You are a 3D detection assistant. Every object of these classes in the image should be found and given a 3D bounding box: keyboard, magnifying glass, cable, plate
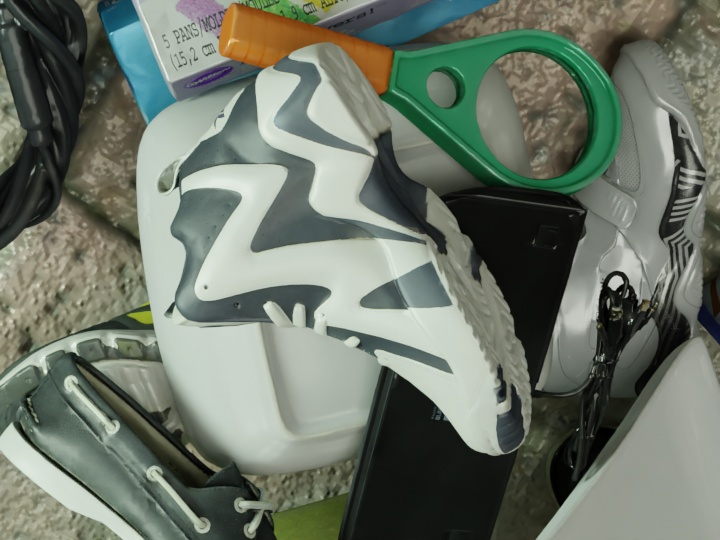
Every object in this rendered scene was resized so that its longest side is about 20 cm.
[{"bbox_3d":[0.068,0.055,1.233,0.127,0.021,0.201,7,114,-18],"label":"keyboard"},{"bbox_3d":[0.031,-0.086,1.194,0.199,0.022,0.080,14,77,-19],"label":"magnifying glass"},{"bbox_3d":[-0.198,-0.087,1.243,0.163,0.051,0.200,-55,145,-18],"label":"cable"},{"bbox_3d":[0.142,0.167,1.323,0.200,0.032,0.200,-50,132,-34],"label":"plate"}]

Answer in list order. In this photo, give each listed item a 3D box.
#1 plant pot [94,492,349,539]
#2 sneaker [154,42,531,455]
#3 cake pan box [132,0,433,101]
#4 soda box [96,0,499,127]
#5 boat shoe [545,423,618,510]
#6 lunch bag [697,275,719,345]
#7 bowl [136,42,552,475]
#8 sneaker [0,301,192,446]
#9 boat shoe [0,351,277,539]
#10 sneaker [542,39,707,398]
[{"bbox_3d":[-0.022,0.199,1.348,0.184,0.200,0.201,-23,113,-15],"label":"plant pot"},{"bbox_3d":[-0.018,0.013,1.154,0.129,0.080,0.199,-30,100,18],"label":"sneaker"},{"bbox_3d":[-0.039,-0.199,1.222,0.199,0.052,0.185,-21,82,-2],"label":"cake pan box"},{"bbox_3d":[-0.025,-0.136,1.281,0.200,0.064,0.068,-25,112,-3],"label":"soda box"},{"bbox_3d":[0.179,0.163,1.432,0.074,0.063,0.201,-40,111,5],"label":"boat shoe"},{"bbox_3d":[0.278,0.027,1.328,0.170,0.200,0.124,-40,112,5],"label":"lunch bag"},{"bbox_3d":[0.000,0.000,1.250,0.199,0.075,0.200,-13,106,-12],"label":"bowl"},{"bbox_3d":[-0.093,0.047,1.318,0.199,0.085,0.075,-16,106,-10],"label":"sneaker"},{"bbox_3d":[-0.079,0.115,1.231,0.200,0.076,0.060,34,95,3],"label":"boat shoe"},{"bbox_3d":[0.116,-0.018,1.345,0.115,0.075,0.201,-8,113,-11],"label":"sneaker"}]
